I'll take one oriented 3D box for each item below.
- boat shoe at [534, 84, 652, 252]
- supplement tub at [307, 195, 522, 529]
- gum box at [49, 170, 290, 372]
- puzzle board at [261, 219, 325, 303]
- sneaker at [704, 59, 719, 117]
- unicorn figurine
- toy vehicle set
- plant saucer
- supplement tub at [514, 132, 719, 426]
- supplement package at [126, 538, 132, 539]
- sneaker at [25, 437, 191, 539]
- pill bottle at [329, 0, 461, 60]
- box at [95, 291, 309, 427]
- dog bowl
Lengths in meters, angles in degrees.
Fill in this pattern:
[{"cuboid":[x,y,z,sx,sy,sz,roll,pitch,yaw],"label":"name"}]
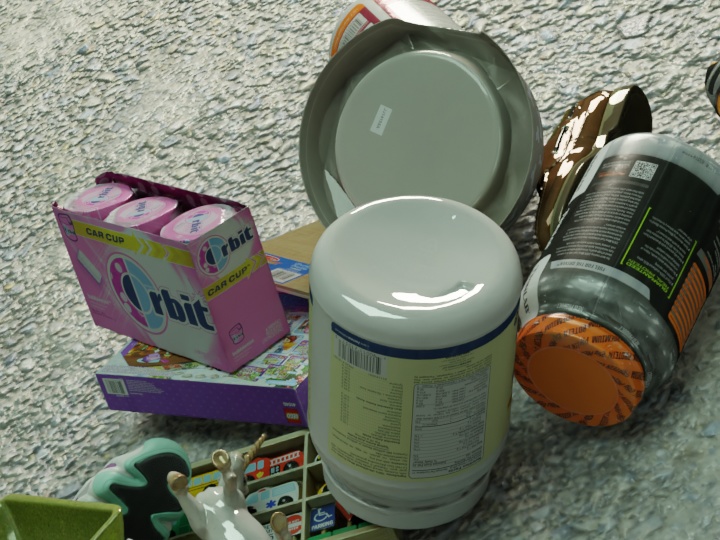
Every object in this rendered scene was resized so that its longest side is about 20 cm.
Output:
[{"cuboid":[0.171,-0.069,1.802,0.068,0.072,0.200,-7,32,32],"label":"boat shoe"},{"cuboid":[0.035,0.066,1.580,0.144,0.201,0.145,1,40,-1],"label":"supplement tub"},{"cuboid":[-0.154,-0.003,1.795,0.066,0.114,0.200,-34,31,-31],"label":"gum box"},{"cuboid":[0.000,0.000,1.810,0.199,0.017,0.150,14,26,40],"label":"puzzle board"},{"cuboid":[0.357,-0.183,1.811,0.199,0.078,0.077,-29,27,-4],"label":"sneaker"},{"cuboid":[-0.083,0.178,1.582,0.074,0.138,0.201,-20,59,-3],"label":"unicorn figurine"},{"cuboid":[-0.065,0.177,1.680,0.199,0.027,0.125,-18,38,13],"label":"toy vehicle set"},{"cuboid":[-0.251,0.241,1.537,0.200,0.048,0.200,-49,22,-24],"label":"plant saucer"},{"cuboid":[0.188,0.007,1.645,0.122,0.123,0.200,3,45,34],"label":"supplement tub"},{"cuboid":[-0.141,0.301,1.507,0.155,0.111,0.200,13,53,42],"label":"supplement package"},{"cuboid":[-0.216,0.188,1.697,0.200,0.078,0.140,-49,30,-2],"label":"sneaker"},{"cuboid":[0.058,-0.154,1.920,0.109,0.110,0.200,-32,37,-6],"label":"pill bottle"},{"cuboid":[-0.090,0.064,1.800,0.199,0.039,0.137,3,34,35],"label":"box"},{"cuboid":[0.052,-0.097,1.779,0.199,0.059,0.201,-3,83,26],"label":"dog bowl"}]
